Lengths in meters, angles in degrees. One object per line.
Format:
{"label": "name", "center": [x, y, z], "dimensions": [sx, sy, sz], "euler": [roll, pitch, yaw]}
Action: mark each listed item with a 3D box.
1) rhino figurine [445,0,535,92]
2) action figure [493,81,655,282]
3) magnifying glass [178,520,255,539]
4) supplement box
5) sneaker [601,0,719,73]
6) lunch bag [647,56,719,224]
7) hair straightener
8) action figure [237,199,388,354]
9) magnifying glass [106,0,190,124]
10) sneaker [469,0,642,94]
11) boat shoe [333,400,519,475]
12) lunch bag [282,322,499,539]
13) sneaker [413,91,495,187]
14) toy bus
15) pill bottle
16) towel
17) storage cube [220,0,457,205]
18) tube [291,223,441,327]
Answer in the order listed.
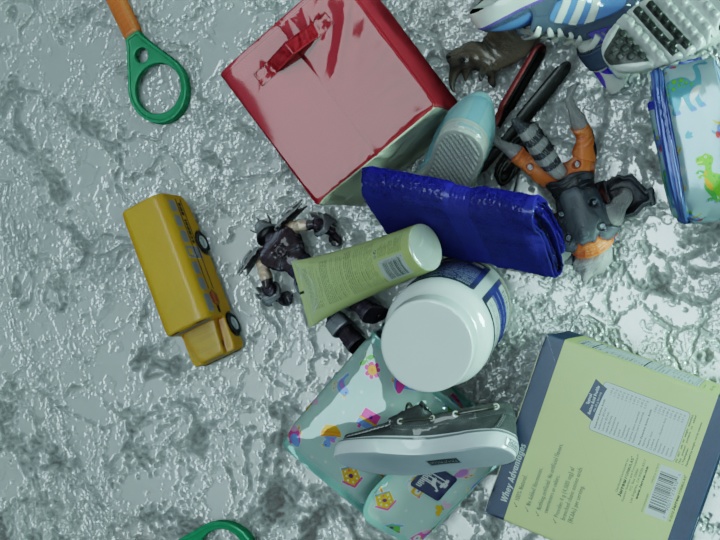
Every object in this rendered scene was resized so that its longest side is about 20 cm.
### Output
{"label": "rhino figurine", "center": [0.163, -0.277, 1.412], "dimensions": [0.087, 0.060, 0.200], "euler": [43, 104, 17]}
{"label": "action figure", "center": [0.201, -0.073, 1.363], "dimensions": [0.199, 0.105, 0.194], "euler": [-28, 92, 21]}
{"label": "magnifying glass", "center": [-0.217, 0.343, 1.542], "dimensions": [0.199, 0.022, 0.080], "euler": [-4, 87, 16]}
{"label": "supplement box", "center": [0.264, 0.188, 1.321], "dimensions": [0.199, 0.134, 0.201], "euler": [20, 95, 19]}
{"label": "sneaker", "center": [0.333, -0.247, 1.306], "dimensions": [0.199, 0.081, 0.075], "euler": [-27, 73, -12]}
{"label": "lunch bag", "center": [0.335, -0.131, 1.269], "dimensions": [0.082, 0.200, 0.162], "euler": [-10, 94, 17]}
{"label": "hair straightener", "center": [0.173, -0.147, 1.413], "dimensions": [0.077, 0.041, 0.201], "euler": [36, 100, 17]}
{"label": "action figure", "center": [-0.059, 0.006, 1.480], "dimensions": [0.200, 0.069, 0.130], "euler": [45, 109, 19]}
{"label": "magnifying glass", "center": [-0.273, -0.273, 1.588], "dimensions": [0.079, 0.022, 0.201], "euler": [-30, 81, 17]}
{"label": "sneaker", "center": [0.227, -0.245, 1.345], "dimensions": [0.199, 0.081, 0.147], "euler": [-24, 105, -9]}
{"label": "boat shoe", "center": [0.067, 0.165, 1.312], "dimensions": [0.199, 0.070, 0.067], "euler": [-10, 56, 27]}
{"label": "lunch bag", "center": [0.042, 0.187, 1.410], "dimensions": [0.200, 0.122, 0.171], "euler": [42, 99, 4]}
{"label": "sneaker", "center": [0.104, -0.120, 1.385], "dimensions": [0.074, 0.200, 0.082], "euler": [30, 60, -2]}
{"label": "toy bus", "center": [-0.211, 0.012, 1.525], "dimensions": [0.065, 0.078, 0.201], "euler": [-25, 80, 17]}
{"label": "pill bottle", "center": [0.090, 0.056, 1.344], "dimensions": [0.115, 0.200, 0.117], "euler": [3, 101, 15]}
{"label": "towel", "center": [0.109, -0.057, 1.329], "dimensions": [0.199, 0.148, 0.050], "euler": [12, 68, 25]}
{"label": "storage cube", "center": [-0.014, -0.191, 1.402], "dimensions": [0.171, 0.200, 0.180], "euler": [-38, 83, 14]}
{"label": "tube", "center": [0.000, 0.000, 1.377], "dimensions": [0.199, 0.052, 0.058], "euler": [-22, 41, 42]}
